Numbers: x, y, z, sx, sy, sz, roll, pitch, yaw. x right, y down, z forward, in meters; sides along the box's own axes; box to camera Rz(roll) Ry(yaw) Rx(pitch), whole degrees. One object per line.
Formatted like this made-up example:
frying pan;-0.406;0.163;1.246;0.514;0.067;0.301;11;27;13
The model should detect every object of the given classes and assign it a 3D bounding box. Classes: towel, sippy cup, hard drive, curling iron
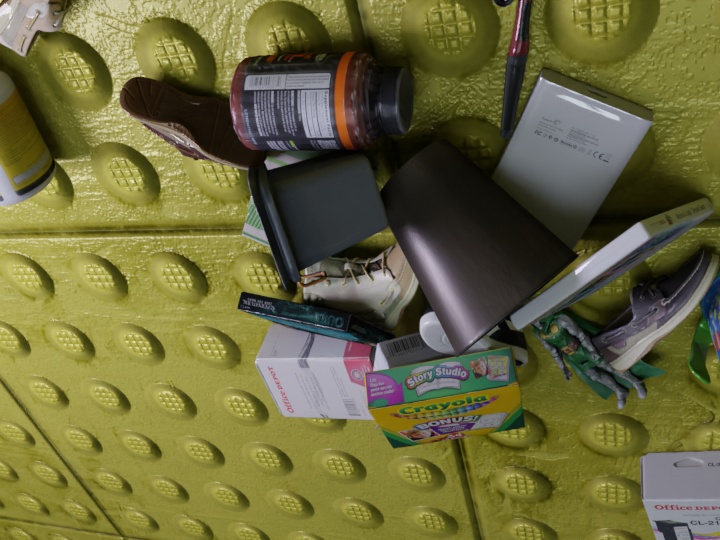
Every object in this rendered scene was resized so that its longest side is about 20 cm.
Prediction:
towel;-0.075;-0.093;1.027;0.149;0.024;0.202;23;134;-2
sippy cup;0.472;0.071;0.892;0.136;0.132;0.181;7;134;13
hard drive;0.229;-0.120;0.881;0.129;0.027;0.202;21;136;1
curling iron;0.156;-0.232;0.802;0.048;0.026;0.203;1;131;11

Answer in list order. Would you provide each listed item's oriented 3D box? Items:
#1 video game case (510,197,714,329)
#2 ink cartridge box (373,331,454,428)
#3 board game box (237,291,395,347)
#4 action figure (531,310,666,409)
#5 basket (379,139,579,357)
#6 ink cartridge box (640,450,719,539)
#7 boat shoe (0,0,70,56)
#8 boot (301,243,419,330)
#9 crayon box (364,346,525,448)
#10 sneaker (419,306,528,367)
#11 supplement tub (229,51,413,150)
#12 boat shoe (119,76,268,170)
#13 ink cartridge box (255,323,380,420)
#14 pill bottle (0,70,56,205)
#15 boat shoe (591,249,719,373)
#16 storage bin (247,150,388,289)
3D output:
video game case;0.287;-0.008;0.872;0.200;0.180;0.024;-44;71;43
ink cartridge box;0.095;0.155;1.129;0.156;0.048;0.202;-15;148;-15
board game box;-0.062;0.073;1.093;0.196;0.029;0.135;9;169;34
action figure;0.307;0.114;1.055;0.198;0.055;0.118;36;137;-8
basket;0.121;-0.038;0.880;0.179;0.136;0.202;-38;80;3
ink cartridge box;0.531;0.380;1.194;0.143;0.084;0.202;-10;128;29
boat shoe;-0.373;-0.319;0.897;0.197;0.073;0.065;-23;130;39
boot;0.000;0.000;1.033;0.151;0.073;0.202;14;141;-7
crayon box;0.119;0.178;1.034;0.195;0.060;0.173;-12;150;9
sneaker;0.145;0.053;1.002;0.072;0.115;0.198;-22;146;38
supplement tub;-0.041;-0.190;0.862;0.195;0.108;0.109;3;133;18
boat shoe;-0.210;-0.179;0.975;0.195;0.074;0.072;21;166;-3
ink cartridge box;-0.048;0.159;1.208;0.195;0.084;0.149;-2;131;22
pill bottle;-0.503;-0.198;1.027;0.109;0.113;0.203;3;133;18
boat shoe;0.363;0.046;0.952;0.064;0.072;0.202;36;130;7
storage bin;-0.046;-0.068;0.880;0.131;0.200;0.149;-19;104;-2
